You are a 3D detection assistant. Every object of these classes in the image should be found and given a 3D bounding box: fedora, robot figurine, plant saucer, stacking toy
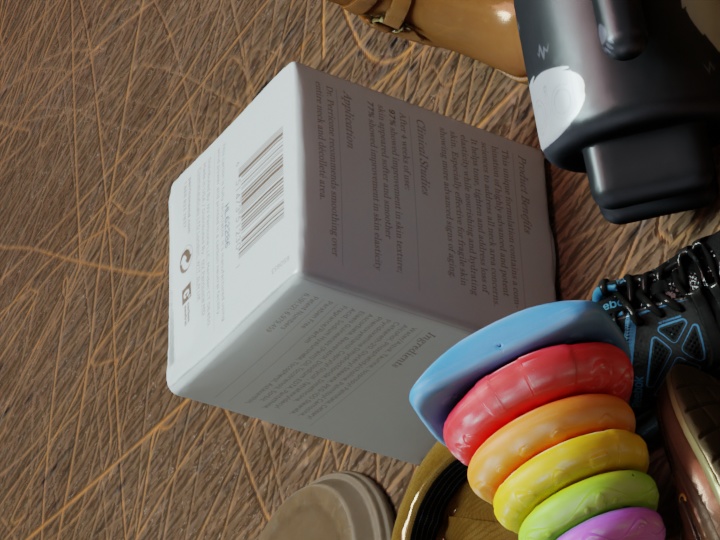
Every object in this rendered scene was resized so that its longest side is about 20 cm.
[{"bbox_3d":[0.097,0.169,1.479,0.201,0.082,0.201,-32,49,46],"label":"fedora"},{"bbox_3d":[0.158,-0.132,1.479,0.150,0.125,0.200,-33,63,58],"label":"robot figurine"},{"bbox_3d":[-0.037,0.234,1.752,0.200,0.029,0.200,-39,42,48],"label":"plant saucer"},{"bbox_3d":[0.119,0.127,1.328,0.116,0.110,0.200,-27,63,6],"label":"stacking toy"}]

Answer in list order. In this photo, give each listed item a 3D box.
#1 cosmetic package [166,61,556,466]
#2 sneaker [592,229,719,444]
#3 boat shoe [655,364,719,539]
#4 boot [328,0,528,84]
[{"bbox_3d":[0.000,0.000,1.634,0.166,0.200,0.167,-42,39,44],"label":"cosmetic package"},{"bbox_3d":[0.178,0.025,1.414,0.200,0.082,0.073,-50,32,34],"label":"sneaker"},{"bbox_3d":[0.193,0.130,1.331,0.068,0.072,0.200,-54,34,27],"label":"boat shoe"},{"bbox_3d":[0.051,-0.189,1.705,0.200,0.155,0.077,27,98,63],"label":"boot"}]
